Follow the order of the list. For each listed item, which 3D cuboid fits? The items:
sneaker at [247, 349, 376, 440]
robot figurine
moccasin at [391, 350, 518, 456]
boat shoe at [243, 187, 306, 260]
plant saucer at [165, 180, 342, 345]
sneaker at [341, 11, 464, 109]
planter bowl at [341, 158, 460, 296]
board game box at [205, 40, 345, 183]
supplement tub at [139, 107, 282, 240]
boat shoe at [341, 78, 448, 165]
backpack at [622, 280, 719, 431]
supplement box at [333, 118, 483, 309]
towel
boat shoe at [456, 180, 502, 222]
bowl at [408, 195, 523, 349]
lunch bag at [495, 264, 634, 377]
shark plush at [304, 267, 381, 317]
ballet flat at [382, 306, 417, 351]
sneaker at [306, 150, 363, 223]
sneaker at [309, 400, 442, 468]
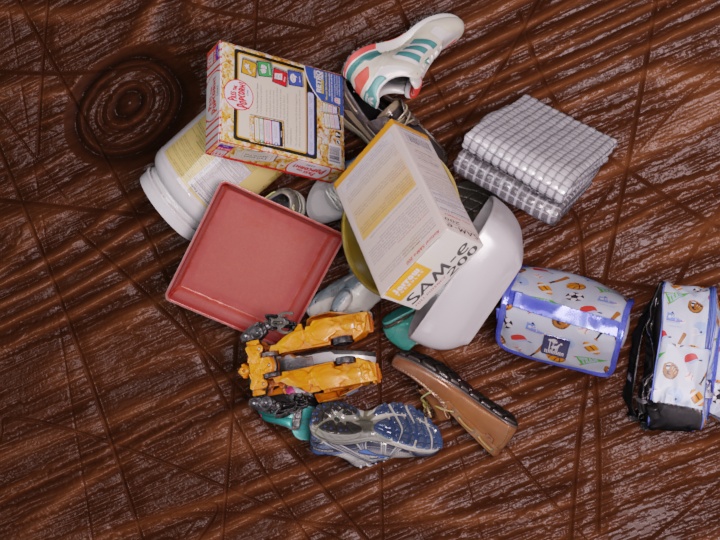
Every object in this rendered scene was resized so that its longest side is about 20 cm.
[{"bbox_3d":[-0.067,0.181,1.686,0.197,0.083,0.123,-10,80,20],"label":"sneaker"},{"bbox_3d":[-0.074,0.126,1.628,0.197,0.058,0.148,-11,77,13],"label":"robot figurine"},{"bbox_3d":[0.124,0.186,1.649,0.200,0.074,0.078,36,101,-5],"label":"moccasin"},{"bbox_3d":[-0.159,-0.039,1.732,0.072,0.060,0.203,40,96,11],"label":"boat shoe"},{"bbox_3d":[-0.153,-0.012,1.684,0.197,0.037,0.202,23,109,-18],"label":"plant saucer"},{"bbox_3d":[0.075,-0.290,1.658,0.198,0.071,0.094,-26,69,-19],"label":"sneaker"},{"bbox_3d":[0.075,-0.061,1.569,0.198,0.083,0.204,-5,83,40],"label":"planter bowl"},{"bbox_3d":[-0.116,-0.217,1.618,0.046,0.197,0.154,-28,57,52],"label":"board game box"},{"bbox_3d":[-0.208,-0.154,1.707,0.199,0.145,0.146,-40,79,8],"label":"supplement tub"},{"bbox_3d":[0.040,-0.207,1.679,0.199,0.074,0.075,35,67,12],"label":"boat shoe"},{"bbox_3d":[0.427,0.113,1.532,0.151,0.200,0.194,1,80,8],"label":"backpack"},{"bbox_3d":[0.056,-0.071,1.462,0.126,0.073,0.202,-45,47,27],"label":"supplement box"},{"bbox_3d":[0.235,-0.151,1.589,0.164,0.200,0.087,30,125,17],"label":"towel"},{"bbox_3d":[0.115,-0.051,1.666,0.199,0.074,0.076,-37,66,-9],"label":"boat shoe"},{"bbox_3d":[0.146,0.011,1.524,0.074,0.200,0.201,33,105,0],"label":"bowl"},{"bbox_3d":[0.271,0.065,1.557,0.167,0.200,0.126,15,90,12],"label":"lunch bag"},{"bbox_3d":[0.000,0.000,1.694,0.083,0.090,0.202,42,103,43],"label":"shark plush"},{"bbox_3d":[0.126,0.050,1.668,0.198,0.067,0.071,-33,105,9],"label":"ballet flat"},{"bbox_3d":[-0.015,-0.121,1.664,0.199,0.087,0.075,-35,99,35],"label":"sneaker"},{"bbox_3d":[0.018,0.238,1.666,0.197,0.078,0.086,10,132,-11],"label":"sneaker"}]
